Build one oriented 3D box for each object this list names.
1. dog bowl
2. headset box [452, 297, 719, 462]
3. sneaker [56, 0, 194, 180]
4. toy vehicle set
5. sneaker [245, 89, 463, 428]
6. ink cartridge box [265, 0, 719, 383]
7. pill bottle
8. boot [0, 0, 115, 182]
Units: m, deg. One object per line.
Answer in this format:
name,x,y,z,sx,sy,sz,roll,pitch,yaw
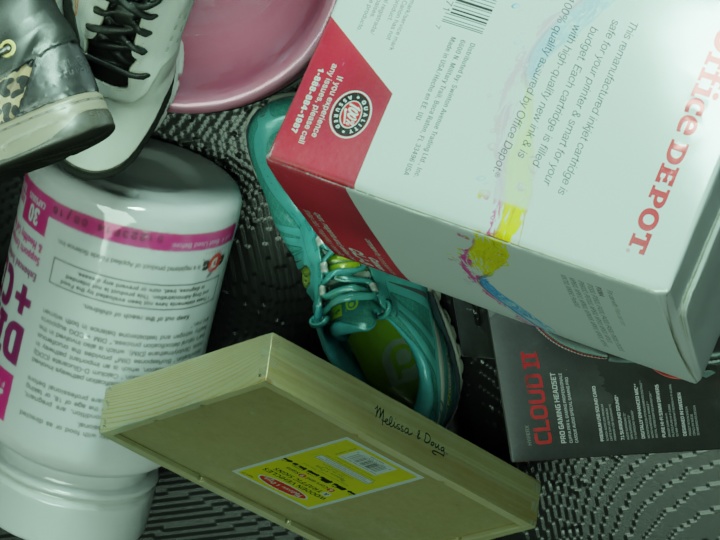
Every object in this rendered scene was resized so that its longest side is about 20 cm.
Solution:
dog bowl,-0.083,-0.165,1.417,0.199,0.074,0.201,2,111,5
headset box,0.146,0.013,1.464,0.199,0.075,0.149,-4,115,13
sneaker,-0.111,-0.130,1.353,0.074,0.080,0.200,16,114,-3
toy vehicle set,-0.019,0.096,1.475,0.124,0.027,0.200,-18,143,41
sneaker,0.000,0.000,1.496,0.077,0.080,0.200,-22,101,17
ink cartridge box,0.087,-0.060,1.342,0.200,0.145,0.146,20,77,19
pill bottle,-0.137,0.038,1.518,0.113,0.113,0.200,17,110,6
boot,-0.224,-0.104,1.349,0.199,0.073,0.151,-16,89,16
